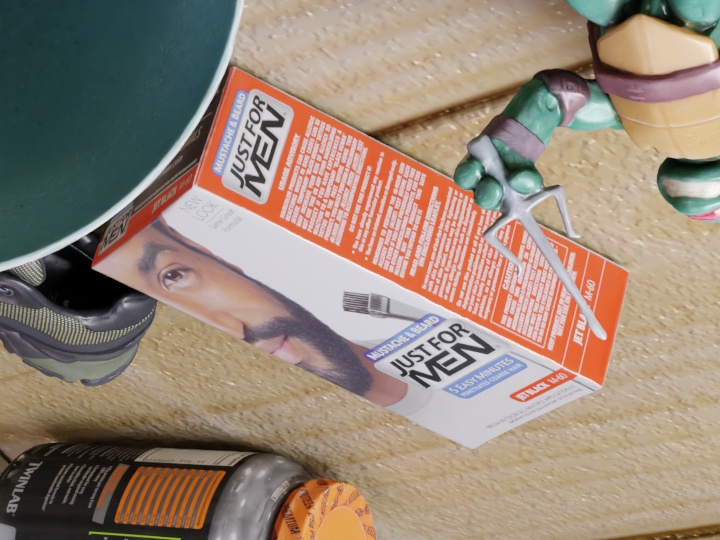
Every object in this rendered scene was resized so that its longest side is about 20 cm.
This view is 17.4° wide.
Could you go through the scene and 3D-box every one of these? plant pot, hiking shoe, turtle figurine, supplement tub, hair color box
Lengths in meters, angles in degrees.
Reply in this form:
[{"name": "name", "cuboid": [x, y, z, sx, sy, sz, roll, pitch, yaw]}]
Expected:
[{"name": "plant pot", "cuboid": [-0.153, -0.112, 0.770, 0.200, 0.200, 0.135, 33, -176, -30]}, {"name": "hiking shoe", "cuboid": [-0.181, -0.014, 1.078, 0.199, 0.076, 0.101, 16, 146, -21]}, {"name": "turtle figurine", "cuboid": [0.101, -0.064, 0.792, 0.149, 0.101, 0.200, -12, 129, 18]}, {"name": "supplement tub", "cuboid": [-0.099, 0.159, 1.286, 0.199, 0.123, 0.123, 1, 150, 27]}, {"name": "hair color box", "cuboid": [0.000, 0.000, 1.003, 0.199, 0.064, 0.111, 27, 151, -18]}]

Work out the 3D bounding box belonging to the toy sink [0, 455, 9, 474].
[{"name": "toy sink", "cuboid": [-0.305, 0.119, 1.331, 0.130, 0.112, 0.200, 3, 150, 23]}]
